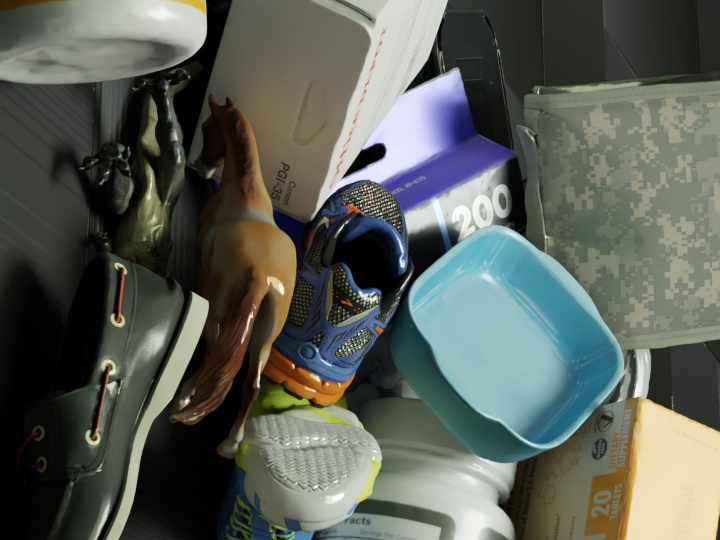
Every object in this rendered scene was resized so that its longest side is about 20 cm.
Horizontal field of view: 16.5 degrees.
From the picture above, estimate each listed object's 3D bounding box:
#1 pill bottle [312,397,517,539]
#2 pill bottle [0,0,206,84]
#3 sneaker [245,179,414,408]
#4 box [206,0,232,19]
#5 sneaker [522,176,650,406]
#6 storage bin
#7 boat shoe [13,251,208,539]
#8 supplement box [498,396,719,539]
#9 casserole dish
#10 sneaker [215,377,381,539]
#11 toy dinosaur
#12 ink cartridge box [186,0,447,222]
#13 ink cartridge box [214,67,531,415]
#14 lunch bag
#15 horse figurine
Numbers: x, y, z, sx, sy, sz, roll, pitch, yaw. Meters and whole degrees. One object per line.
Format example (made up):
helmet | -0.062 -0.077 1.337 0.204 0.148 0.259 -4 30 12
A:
pill bottle | 0.024 0.181 1.385 0.114 0.114 0.201 47 52 -58
pill bottle | -0.136 -0.194 1.147 0.116 0.116 0.201 14 69 -69
sneaker | 0.000 0.000 1.342 0.075 0.078 0.200 34 27 -9
box | -0.115 -0.235 1.323 0.200 0.043 0.161 21 63 -68
sneaker | 0.133 0.013 1.605 0.114 0.075 0.201 40 44 -53
storage bin | 0.041 -0.064 1.615 0.135 0.093 0.201 -16 96 -70
boat shoe | -0.131 0.084 1.137 0.063 0.074 0.202 29 58 -18
supplement box | 0.115 0.157 1.444 0.073 0.200 0.126 23 65 -28
casserole dish | 0.079 0.044 1.395 0.121 0.039 0.200 48 29 3
sneaker | -0.036 0.122 1.296 0.200 0.075 0.105 -91 -167 -76
toy dinosaur | -0.109 -0.052 1.266 0.088 0.047 0.200 82 12 -56
ink cartridge box | -0.010 -0.145 1.394 0.200 0.083 0.147 -56 169 -51
ink cartridge box | 0.022 0.005 1.473 0.198 0.043 0.201 -28 112 -33
lunch bag | 0.192 -0.038 1.525 0.118 0.199 0.165 -165 -110 -73
horse figurine | -0.067 0.008 1.256 0.200 0.050 0.133 -102 -151 -65
